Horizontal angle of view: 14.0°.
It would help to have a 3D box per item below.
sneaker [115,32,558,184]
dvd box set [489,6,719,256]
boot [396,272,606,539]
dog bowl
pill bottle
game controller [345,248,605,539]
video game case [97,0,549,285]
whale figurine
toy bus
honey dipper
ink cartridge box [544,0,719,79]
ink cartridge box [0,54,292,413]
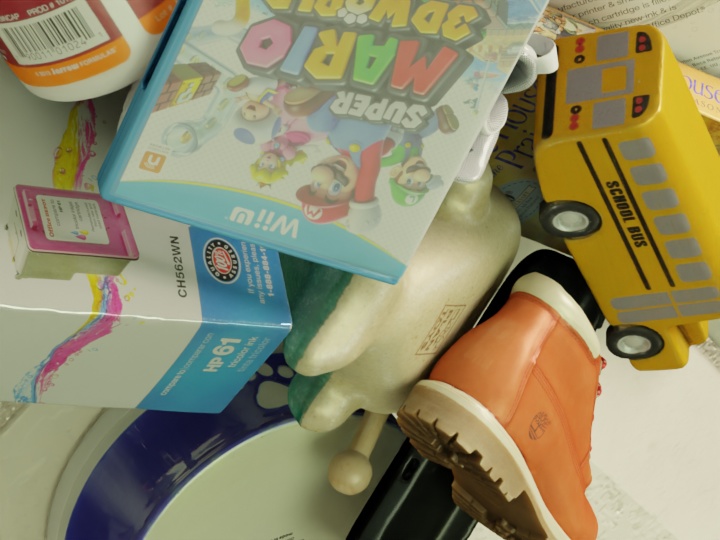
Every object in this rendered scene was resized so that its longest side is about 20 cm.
[{"bbox_3d":[-0.007,-0.080,1.286,0.200,0.115,0.075,-35,145,-33],"label":"sneaker"},{"bbox_3d":[0.130,-0.055,1.467,0.200,0.029,0.146,21,144,-19],"label":"dvd box set"},{"bbox_3d":[0.093,0.080,1.458,0.107,0.075,0.200,-55,150,-16],"label":"boot"},{"bbox_3d":[-0.062,0.137,1.555,0.200,0.079,0.200,-19,130,-24],"label":"dog bowl"},{"bbox_3d":[-0.143,-0.179,1.223,0.113,0.113,0.200,-37,119,-9],"label":"pill bottle"},{"bbox_3d":[0.058,0.080,1.512,0.200,0.042,0.104,-59,147,5],"label":"game controller"},{"bbox_3d":[-0.007,-0.094,1.217,0.143,0.018,0.200,16,120,-21],"label":"video game case"},{"bbox_3d":[0.000,0.000,1.397,0.159,0.104,0.200,-58,167,12],"label":"whale figurine"},{"bbox_3d":[0.137,-0.031,1.416,0.078,0.065,0.200,-9,142,20],"label":"toy bus"},{"bbox_3d":[0.032,0.027,1.509,0.038,0.038,0.200,46,60,-46],"label":"honey dipper"},{"bbox_3d":[0.131,-0.147,1.438,0.145,0.084,0.200,-16,143,26],"label":"ink cartridge box"},{"bbox_3d":[-0.145,-0.022,1.302,0.200,0.145,0.085,4,148,-28],"label":"ink cartridge box"}]
